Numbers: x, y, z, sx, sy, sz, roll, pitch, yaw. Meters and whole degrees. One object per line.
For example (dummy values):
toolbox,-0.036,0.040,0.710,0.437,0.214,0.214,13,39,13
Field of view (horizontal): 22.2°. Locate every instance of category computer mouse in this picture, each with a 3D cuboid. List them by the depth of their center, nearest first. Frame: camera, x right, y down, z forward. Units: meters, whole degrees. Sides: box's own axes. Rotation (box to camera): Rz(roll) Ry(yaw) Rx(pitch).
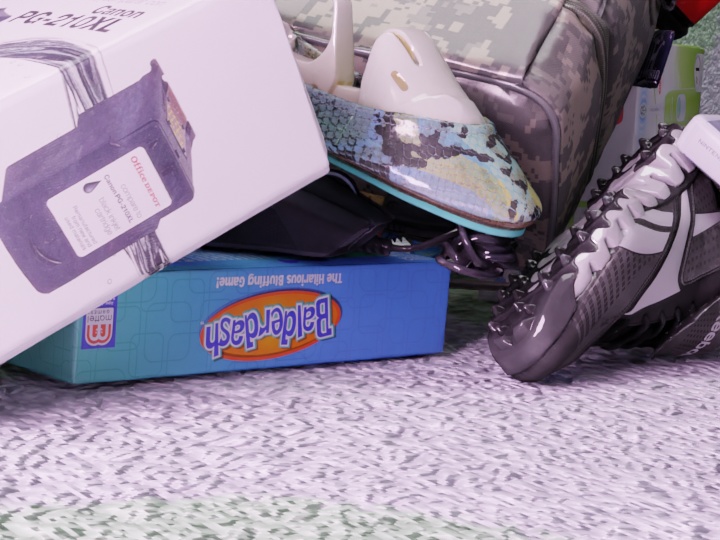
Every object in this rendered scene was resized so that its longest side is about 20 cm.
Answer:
computer mouse,-0.023,-0.036,0.804,0.199,0.046,0.140,7,9,11

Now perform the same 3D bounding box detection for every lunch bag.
lunch bag,0.041,-0.115,0.901,0.199,0.168,0.140,16,-34,18

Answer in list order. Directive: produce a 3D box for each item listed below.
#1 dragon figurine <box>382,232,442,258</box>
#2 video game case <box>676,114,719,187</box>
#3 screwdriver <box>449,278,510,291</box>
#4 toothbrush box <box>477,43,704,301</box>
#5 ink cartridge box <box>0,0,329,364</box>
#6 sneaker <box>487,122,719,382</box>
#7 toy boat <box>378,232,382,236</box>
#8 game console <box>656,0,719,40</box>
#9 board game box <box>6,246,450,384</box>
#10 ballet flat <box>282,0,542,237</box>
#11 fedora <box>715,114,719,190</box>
dragon figurine,0.057,-0.039,1.100,0.058,0.100,0.200,-12,18,-17
video game case,0.263,-0.012,0.863,0.199,0.023,0.182,-5,44,-50
screwdriver,0.000,0.000,0.941,0.198,0.029,0.028,-1,7,-1
toothbrush box,0.137,-0.061,1.058,0.086,0.147,0.200,6,7,20
ink cartridge box,-0.134,-0.036,0.654,0.199,0.085,0.144,-32,27,-30
sneaker,0.126,0.007,0.810,0.066,0.091,0.200,-40,2,37
toy boat,-0.082,-0.045,1.026,0.198,0.131,0.131,4,-23,-1
game console,0.116,-0.226,0.967,0.200,0.172,0.119,40,17,-25
board game box,-0.084,0.008,0.788,0.199,0.045,0.152,-2,10,-43
ballet flat,-0.006,-0.078,0.764,0.199,0.075,0.074,25,16,28
fedora,0.272,-0.044,1.093,0.090,0.177,0.200,-31,52,-14
